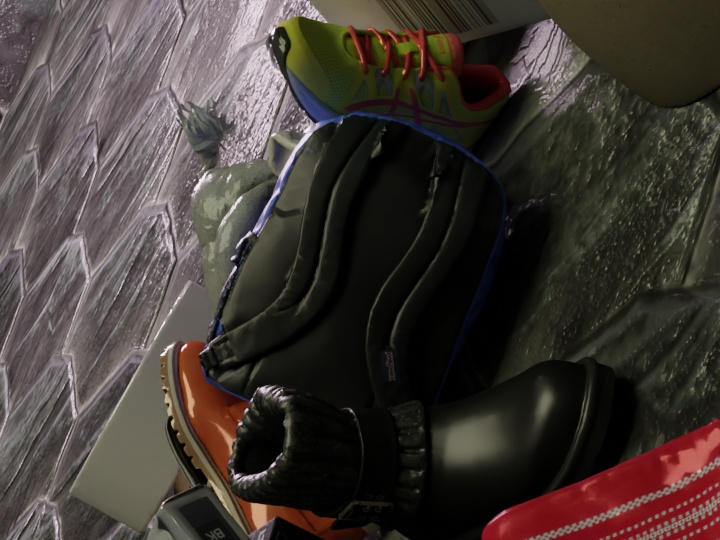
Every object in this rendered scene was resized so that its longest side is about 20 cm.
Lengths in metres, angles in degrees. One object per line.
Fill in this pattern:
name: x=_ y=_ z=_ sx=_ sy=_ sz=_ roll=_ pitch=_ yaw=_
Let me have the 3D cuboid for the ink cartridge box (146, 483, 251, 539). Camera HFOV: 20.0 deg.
ink cartridge box: x=-0.067 y=0.255 z=1.164 sx=0.200 sy=0.043 sz=0.199 roll=47 pitch=138 yaw=22

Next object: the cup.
cup: x=0.157 y=-0.215 z=1.173 sx=0.200 sy=0.143 sz=0.201 roll=-52 pitch=24 yaw=35

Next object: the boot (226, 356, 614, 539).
boot: x=0.030 y=0.094 z=1.143 sx=0.211 sy=0.157 sz=0.080 roll=-46 pitch=29 yaw=46

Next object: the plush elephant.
plush elephant: x=-0.036 y=-0.048 z=1.497 sx=0.154 sy=0.201 sz=0.165 roll=-13 pitch=11 yaw=27

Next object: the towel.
towel: x=0.126 y=0.164 z=0.922 sx=0.144 sy=0.023 sz=0.201 roll=-25 pitch=37 yaw=16

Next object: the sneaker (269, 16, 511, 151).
sneaker: x=0.023 y=-0.137 z=1.378 sx=0.090 sy=0.199 sz=0.078 roll=-38 pitch=54 yaw=31

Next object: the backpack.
backpack: x=0.000 y=0.000 z=1.319 sx=0.168 sy=0.162 sz=0.201 roll=-78 pitch=10 yaw=-88

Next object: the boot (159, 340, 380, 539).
boot: x=-0.061 y=0.116 z=1.372 sx=0.107 sy=0.075 sz=0.201 roll=-34 pitch=66 yaw=8

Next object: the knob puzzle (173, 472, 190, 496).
knob puzzle: x=-0.097 y=0.166 z=1.580 sx=0.220 sy=0.030 sz=0.220 roll=-51 pitch=25 yaw=35

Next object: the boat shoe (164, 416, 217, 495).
boat shoe: x=-0.082 y=0.155 z=1.444 sx=0.072 sy=0.066 sz=0.201 roll=-60 pitch=36 yaw=6

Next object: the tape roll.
tape roll: x=-0.159 y=0.110 z=1.663 sx=0.203 sy=0.071 sz=0.202 roll=-60 pitch=3 yaw=5

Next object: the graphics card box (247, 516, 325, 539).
graphics card box: x=-0.049 y=0.225 z=1.252 sx=0.200 sy=0.125 sz=0.051 roll=-40 pitch=26 yaw=51

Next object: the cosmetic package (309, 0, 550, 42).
cosmetic package: x=0.044 y=-0.282 z=1.423 sx=0.167 sy=0.166 sz=0.201 roll=-13 pitch=51 yaw=30

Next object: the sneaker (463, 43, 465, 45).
sneaker: x=0.059 y=-0.213 z=1.544 sx=0.082 sy=0.078 sz=0.201 roll=-13 pitch=64 yaw=58
